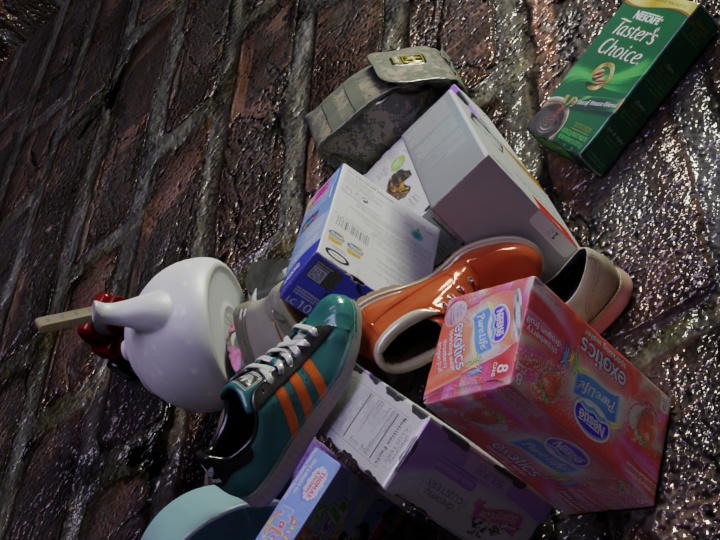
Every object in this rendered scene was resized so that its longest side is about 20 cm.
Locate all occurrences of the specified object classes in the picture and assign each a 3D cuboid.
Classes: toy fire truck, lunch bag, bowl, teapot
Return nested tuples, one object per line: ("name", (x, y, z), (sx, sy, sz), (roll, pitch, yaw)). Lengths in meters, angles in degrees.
("toy fire truck", (-0.352, 0.079, 1.735), (0.175, 0.200, 0.130), (0, 57, 53))
("lunch bag", (0.038, -0.203, 1.582), (0.199, 0.118, 0.164), (-39, 23, 9))
("bowl", (-0.139, 0.289, 1.213), (0.202, 0.200, 0.105), (-53, 38, -2))
("teapot", (-0.218, 0.086, 1.518), (0.144, 0.203, 0.198), (-13, 18, 13))

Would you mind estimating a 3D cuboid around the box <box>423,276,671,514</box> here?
("box", (0.155, 0.107, 1.017), (0.094, 0.200, 0.104), (-17, 44, 44))

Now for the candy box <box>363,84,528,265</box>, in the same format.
("candy box", (0.083, -0.095, 1.456), (0.200, 0.071, 0.168), (-44, 31, 13))

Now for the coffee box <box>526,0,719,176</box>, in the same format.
("coffee box", (0.276, -0.205, 1.337), (0.201, 0.044, 0.123), (-51, 30, 2))

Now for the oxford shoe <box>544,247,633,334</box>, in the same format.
("oxford shoe", (0.164, 0.060, 1.179), (0.201, 0.074, 0.071), (-50, 33, 5))

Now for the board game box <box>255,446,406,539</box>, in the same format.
("board game box", (-0.038, 0.255, 1.136), (0.036, 0.200, 0.152), (29, 81, 28))

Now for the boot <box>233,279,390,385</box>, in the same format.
("boot", (-0.054, 0.107, 1.350), (0.072, 0.202, 0.154), (-34, 5, -34))

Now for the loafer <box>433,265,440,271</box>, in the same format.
("loafer", (0.093, 0.035, 1.315), (0.076, 0.068, 0.200), (-61, 15, -19))

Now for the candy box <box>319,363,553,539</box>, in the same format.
("candy box", (0.050, 0.163, 1.118), (0.072, 0.167, 0.200), (-55, 31, -4))

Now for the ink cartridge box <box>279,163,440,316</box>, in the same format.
("ink cartridge box", (0.000, 0.000, 1.280), (0.076, 0.136, 0.201), (-48, 16, 32))

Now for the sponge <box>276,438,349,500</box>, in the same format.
("sponge", (-0.085, 0.280, 1.329), (0.201, 0.030, 0.111), (-55, 29, -3))

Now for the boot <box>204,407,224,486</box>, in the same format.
("boot", (-0.136, 0.224, 1.403), (0.147, 0.069, 0.202), (-55, 19, 41))

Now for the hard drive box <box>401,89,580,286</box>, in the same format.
("hard drive box", (0.130, -0.075, 1.263), (0.077, 0.156, 0.201), (-42, 24, 13))

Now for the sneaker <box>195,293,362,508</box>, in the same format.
("sneaker", (-0.069, 0.100, 1.084), (0.071, 0.080, 0.202), (8, 66, 56))

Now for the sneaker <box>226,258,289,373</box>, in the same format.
("sneaker", (-0.102, 0.074, 1.519), (0.079, 0.087, 0.201), (-8, 36, 16))

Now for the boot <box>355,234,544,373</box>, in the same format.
("boot", (0.088, 0.035, 1.134), (0.198, 0.076, 0.107), (-26, 16, -7))
